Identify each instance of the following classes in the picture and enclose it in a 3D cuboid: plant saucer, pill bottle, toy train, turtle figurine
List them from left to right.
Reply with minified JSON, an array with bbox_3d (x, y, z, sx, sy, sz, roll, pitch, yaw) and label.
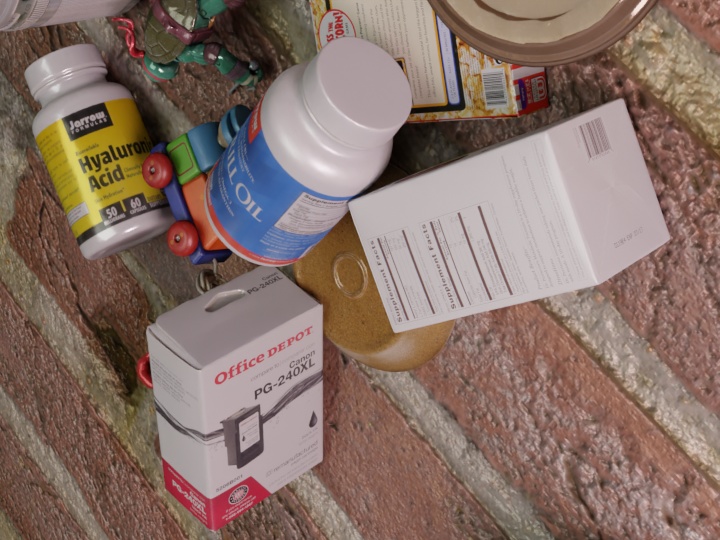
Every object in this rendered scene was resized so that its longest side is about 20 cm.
[{"bbox_3d":[-0.271,-0.123,1.195,0.111,0.111,0.203,-25,88,45],"label":"pill bottle"},{"bbox_3d":[-0.144,-0.228,1.051,0.151,0.100,0.200,53,128,14],"label":"turtle figurine"},{"bbox_3d":[-0.119,-0.047,1.097,0.115,0.084,0.203,-28,79,32],"label":"toy train"},{"bbox_3d":[-0.042,-0.095,0.926,0.113,0.111,0.200,58,141,10],"label":"pill bottle"},{"bbox_3d":[0.000,0.000,1.037,0.198,0.035,0.204,18,118,38],"label":"plant saucer"},{"bbox_3d":[0.121,-0.241,0.792,0.197,0.029,0.204,6,107,21],"label":"plant saucer"}]

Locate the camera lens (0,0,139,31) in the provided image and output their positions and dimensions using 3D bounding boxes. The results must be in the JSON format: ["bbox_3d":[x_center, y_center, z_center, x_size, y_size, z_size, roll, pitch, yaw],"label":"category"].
[{"bbox_3d":[-0.301,-0.313,1.089,0.158,0.199,0.163,17,117,37],"label":"camera lens"}]

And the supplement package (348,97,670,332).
[{"bbox_3d":[0.106,-0.037,0.866,0.198,0.113,0.111,-16,96,45],"label":"supplement package"}]

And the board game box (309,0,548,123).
[{"bbox_3d":[0.046,-0.194,0.913,0.198,0.046,0.154,4,108,43],"label":"board game box"}]

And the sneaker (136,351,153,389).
[{"bbox_3d":[-0.164,0.078,1.186,0.199,0.084,0.078,-36,81,45],"label":"sneaker"}]

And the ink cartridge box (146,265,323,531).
[{"bbox_3d":[-0.112,0.118,1.083,0.083,0.144,0.203,33,137,36],"label":"ink cartridge box"}]
